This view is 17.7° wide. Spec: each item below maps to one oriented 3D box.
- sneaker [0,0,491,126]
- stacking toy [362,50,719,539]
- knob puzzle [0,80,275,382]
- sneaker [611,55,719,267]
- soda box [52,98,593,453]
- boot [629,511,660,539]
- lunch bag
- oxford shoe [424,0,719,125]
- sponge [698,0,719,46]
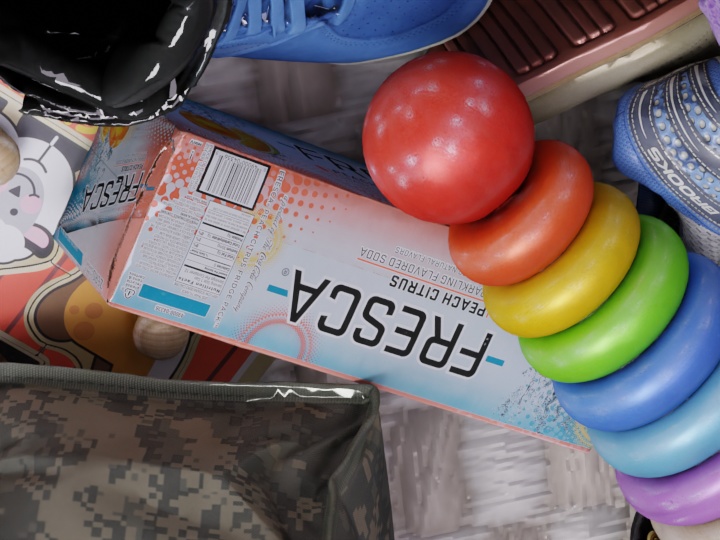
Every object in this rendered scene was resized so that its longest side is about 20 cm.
[{"bbox_3d":[-0.043,-0.086,0.726,0.199,0.111,0.077,8,117,-18],"label":"sneaker"},{"bbox_3d":[0.075,0.008,0.749,0.085,0.085,0.200,-42,115,10],"label":"stacking toy"},{"bbox_3d":[-0.125,0.025,0.814,0.219,0.030,0.220,-6,119,-11],"label":"knob puzzle"},{"bbox_3d":[0.139,-0.021,0.818,0.085,0.077,0.200,-8,151,19],"label":"sneaker"},{"bbox_3d":[0.000,0.000,0.793,0.200,0.068,0.064,19,101,-29],"label":"soda box"},{"bbox_3d":[0.163,0.154,0.929,0.150,0.073,0.200,32,102,-27],"label":"boot"},{"bbox_3d":[-0.091,0.124,0.791,0.199,0.118,0.164,3,127,12],"label":"lunch bag"},{"bbox_3d":[0.114,-0.083,0.794,0.200,0.071,0.074,-24,128,2],"label":"oxford shoe"},{"bbox_3d":[0.123,-0.145,0.679,0.112,0.030,0.200,-41,113,-17],"label":"sponge"}]
